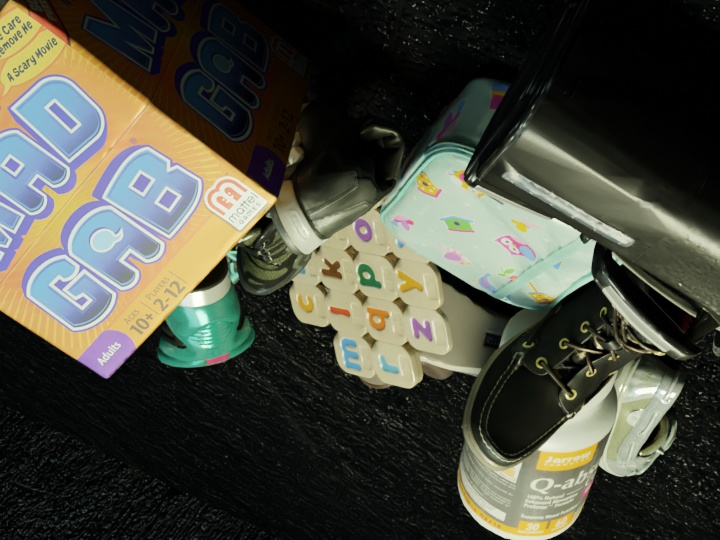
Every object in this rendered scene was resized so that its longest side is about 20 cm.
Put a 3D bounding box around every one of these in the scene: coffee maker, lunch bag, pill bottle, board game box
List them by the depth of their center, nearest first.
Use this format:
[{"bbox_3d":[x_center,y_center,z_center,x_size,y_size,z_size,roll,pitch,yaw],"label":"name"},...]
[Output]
[{"bbox_3d":[0.181,-0.067,0.715,0.200,0.135,0.192,31,133,-6],"label":"coffee maker"},{"bbox_3d":[-0.179,-0.095,0.886,0.200,0.200,0.200,37,120,-18],"label":"board game box"},{"bbox_3d":[0.108,-0.045,0.900,0.160,0.077,0.200,32,161,-5],"label":"lunch bag"},{"bbox_3d":[0.149,0.128,1.070,0.116,0.116,0.200,24,139,16],"label":"pill bottle"}]

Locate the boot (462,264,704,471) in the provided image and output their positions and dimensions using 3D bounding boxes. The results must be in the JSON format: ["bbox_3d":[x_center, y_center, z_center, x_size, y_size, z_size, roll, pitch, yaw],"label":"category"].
[{"bbox_3d":[0.167,0.053,0.899,0.073,0.200,0.151,51,153,-1],"label":"boot"}]

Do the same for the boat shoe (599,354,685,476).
[{"bbox_3d":[0.253,0.135,1.143,0.065,0.075,0.202,24,152,24],"label":"boat shoe"}]

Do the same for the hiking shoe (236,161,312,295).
[{"bbox_3d":[-0.085,-0.045,1.058,0.076,0.100,0.200,47,141,21],"label":"hiking shoe"}]

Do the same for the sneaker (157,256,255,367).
[{"bbox_3d":[-0.140,0.016,1.079,0.200,0.083,0.121,-118,19,-58],"label":"sneaker"}]

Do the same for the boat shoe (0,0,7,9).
[{"bbox_3d":[-0.288,-0.164,1.099,0.067,0.057,0.201,33,150,63],"label":"boat shoe"}]

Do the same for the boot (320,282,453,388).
[{"bbox_3d":[0.009,0.050,1.298,0.146,0.070,0.200,46,154,-22],"label":"boot"}]

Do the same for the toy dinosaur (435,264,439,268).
[{"bbox_3d":[0.028,-0.024,1.115,0.199,0.048,0.088,19,151,20],"label":"toy dinosaur"}]

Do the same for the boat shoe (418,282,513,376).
[{"bbox_3d":[0.092,0.065,1.161,0.199,0.075,0.093,22,165,-11],"label":"boat shoe"}]

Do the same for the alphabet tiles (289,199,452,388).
[{"bbox_3d":[0.000,0.000,1.079,0.195,0.015,0.201,9,117,47],"label":"alphabet tiles"}]

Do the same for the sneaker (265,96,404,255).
[{"bbox_3d":[-0.008,-0.080,0.903,0.090,0.200,0.067,-24,112,16],"label":"sneaker"}]

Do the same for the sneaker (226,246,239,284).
[{"bbox_3d":[-0.114,-0.038,1.206,0.077,0.091,0.200,27,160,4],"label":"sneaker"}]
